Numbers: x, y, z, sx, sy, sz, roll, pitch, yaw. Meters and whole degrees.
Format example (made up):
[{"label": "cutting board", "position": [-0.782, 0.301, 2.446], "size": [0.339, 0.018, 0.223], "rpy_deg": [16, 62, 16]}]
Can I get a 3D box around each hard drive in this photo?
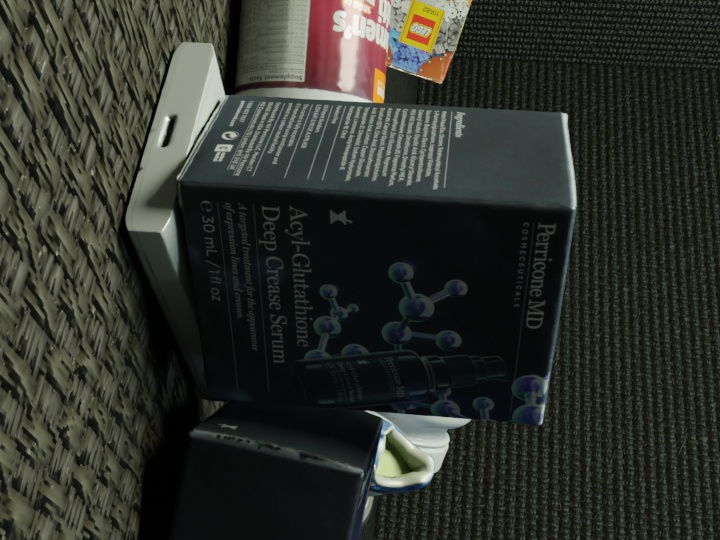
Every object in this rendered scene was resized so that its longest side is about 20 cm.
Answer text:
[{"label": "hard drive", "position": [-0.095, -0.021, 0.579], "size": [0.200, 0.026, 0.132], "rpy_deg": [86, 10, -58]}]

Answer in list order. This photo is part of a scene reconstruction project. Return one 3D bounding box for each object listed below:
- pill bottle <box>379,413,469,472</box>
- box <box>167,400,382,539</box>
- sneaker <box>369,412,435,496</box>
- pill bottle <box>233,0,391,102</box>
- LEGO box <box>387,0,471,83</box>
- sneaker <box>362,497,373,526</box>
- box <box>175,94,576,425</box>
[{"label": "pill bottle", "position": [0.064, 0.083, 0.885], "size": [0.120, 0.119, 0.201], "rpy_deg": [-54, 163, -80]}, {"label": "box", "position": [-0.059, 0.189, 0.588], "size": [0.148, 0.104, 0.201], "rpy_deg": [-31, 133, -83]}, {"label": "sneaker", "position": [-0.019, 0.131, 0.768], "size": [0.200, 0.077, 0.076], "rpy_deg": [30, 65, -33]}, {"label": "pill bottle", "position": [-0.035, -0.152, 0.677], "size": [0.110, 0.109, 0.201], "rpy_deg": [21, 73, -84]}, {"label": "LEGO box", "position": [0.036, -0.267, 0.866], "size": [0.200, 0.077, 0.149], "rpy_deg": [-130, -123, -67]}, {"label": "sneaker", "position": [-0.020, 0.216, 0.947], "size": [0.200, 0.075, 0.107], "rpy_deg": [-116, -172, -60]}, {"label": "box", "position": [0.012, -0.007, 0.532], "size": [0.107, 0.199, 0.149], "rpy_deg": [-79, 170, -54]}]
